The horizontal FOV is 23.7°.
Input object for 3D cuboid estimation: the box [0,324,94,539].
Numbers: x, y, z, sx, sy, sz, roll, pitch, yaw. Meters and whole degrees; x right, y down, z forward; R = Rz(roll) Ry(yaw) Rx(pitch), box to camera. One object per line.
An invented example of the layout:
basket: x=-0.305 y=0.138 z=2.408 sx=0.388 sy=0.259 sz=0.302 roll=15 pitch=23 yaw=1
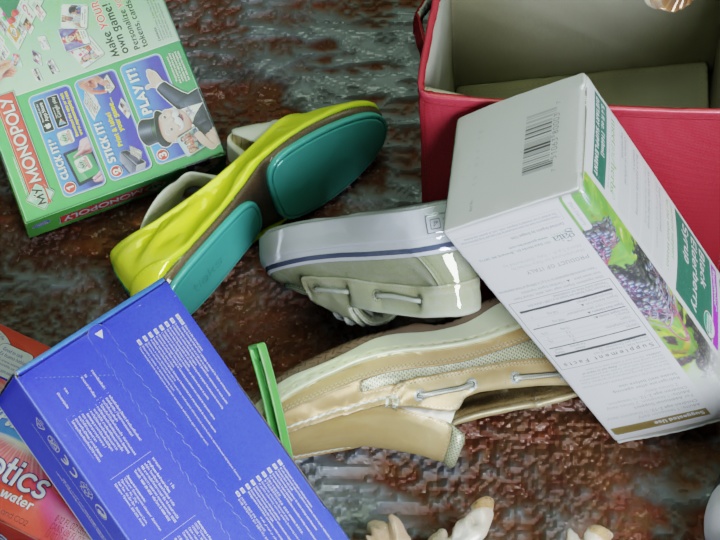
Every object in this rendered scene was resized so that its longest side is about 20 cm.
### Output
box: x=-0.176 y=0.105 z=0.907 sx=0.198 sy=0.096 sz=0.100 roll=22 pitch=57 yaw=19

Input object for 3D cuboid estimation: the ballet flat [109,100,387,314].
ballet flat: x=-0.072 y=-0.050 z=1.042 sx=0.067 sy=0.067 sz=0.200 roll=33 pitch=63 yaw=31

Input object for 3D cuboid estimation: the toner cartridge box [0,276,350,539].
toner cartridge box: x=-0.078 y=0.113 z=0.822 sx=0.095 sy=0.043 sz=0.201 roll=-33 pitch=85 yaw=-33

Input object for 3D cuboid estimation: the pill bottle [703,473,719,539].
pill bottle: x=0.241 y=0.110 z=0.862 sx=0.115 sy=0.117 sz=0.201 roll=20 pitch=56 yaw=19

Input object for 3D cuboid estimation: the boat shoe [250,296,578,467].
boat shoe: x=0.034 y=0.072 z=0.941 sx=0.198 sy=0.072 sz=0.077 roll=-20 pitch=69 yaw=-9

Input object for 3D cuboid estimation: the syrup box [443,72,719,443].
syrup box: x=0.127 y=0.000 z=0.898 sx=0.081 sy=0.200 sz=0.079 roll=-17 pitch=45 yaw=30

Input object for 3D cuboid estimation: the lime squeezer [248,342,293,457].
lime squeezer: x=-0.052 y=0.142 z=0.887 sx=0.070 sy=0.038 sz=0.202 roll=20 pitch=67 yaw=-19

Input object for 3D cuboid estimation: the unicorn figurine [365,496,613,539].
unicorn figurine: x=0.084 y=0.186 z=0.847 sx=0.198 sy=0.074 sz=0.138 roll=-2 pitch=45 yaw=30

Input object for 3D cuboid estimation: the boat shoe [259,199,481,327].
boat shoe: x=0.000 y=0.000 z=0.949 sx=0.071 sy=0.199 sz=0.063 roll=-7 pitch=90 yaw=-27

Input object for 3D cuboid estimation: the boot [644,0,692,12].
boot: x=0.145 y=-0.209 z=0.923 sx=0.106 sy=0.076 sz=0.201 roll=8 pitch=44 yaw=14

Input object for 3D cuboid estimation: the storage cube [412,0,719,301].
storage cube: x=0.129 y=-0.094 z=0.988 sx=0.197 sy=0.181 sz=0.172 roll=4 pitch=52 yaw=6

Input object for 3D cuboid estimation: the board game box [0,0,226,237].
board game box: x=-0.182 y=-0.136 z=1.093 sx=0.133 sy=0.029 sz=0.202 roll=-20 pitch=75 yaw=-10
